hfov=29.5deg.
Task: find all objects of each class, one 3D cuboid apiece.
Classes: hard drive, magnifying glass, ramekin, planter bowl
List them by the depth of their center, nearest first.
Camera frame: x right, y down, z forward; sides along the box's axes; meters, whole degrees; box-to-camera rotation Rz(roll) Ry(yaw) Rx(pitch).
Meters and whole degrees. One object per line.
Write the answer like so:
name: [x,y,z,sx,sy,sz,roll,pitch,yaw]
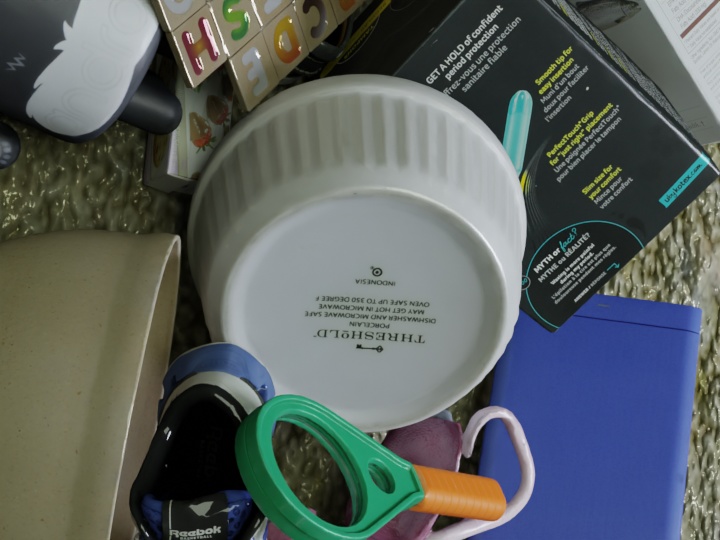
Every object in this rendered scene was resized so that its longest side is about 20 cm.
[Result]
planter bowl: [-0.172,0.069,0.677,0.134,0.200,0.202,11,77,-4]
magnifying glass: [0.011,0.109,0.700,0.199,0.022,0.080,17,42,-48]
ramekin: [0.000,0.000,0.769,0.202,0.202,0.094,38,22,-23]
hard drive: [0.147,0.110,0.894,0.131,0.025,0.201,7,65,11]

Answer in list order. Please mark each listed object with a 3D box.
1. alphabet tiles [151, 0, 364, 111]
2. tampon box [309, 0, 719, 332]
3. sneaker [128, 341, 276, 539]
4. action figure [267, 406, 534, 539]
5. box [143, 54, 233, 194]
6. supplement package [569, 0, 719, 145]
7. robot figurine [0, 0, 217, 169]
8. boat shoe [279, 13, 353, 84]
alphabet tiles: [-0.054,-0.194,0.754,0.200,0.008,0.168,-50,133,-40]
tampon box: [0.091,-0.095,0.851,0.200,0.126,0.150,38,109,-24]
sneaker: [-0.083,0.140,0.682,0.080,0.115,0.201,1,92,1]
action figure: [0.008,0.182,0.797,0.200,0.148,0.135,-44,114,-43]
box: [-0.097,-0.147,0.824,0.038,0.041,0.201,11,79,-31]
supplement package: [0.201,-0.193,0.974,0.117,0.117,0.200,-44,107,-28]
robot figurine: [-0.178,-0.145,0.725,0.199,0.125,0.151,23,63,-28]
boat shoe: [-0.031,-0.221,0.860,0.071,0.067,0.201,8,78,-31]
